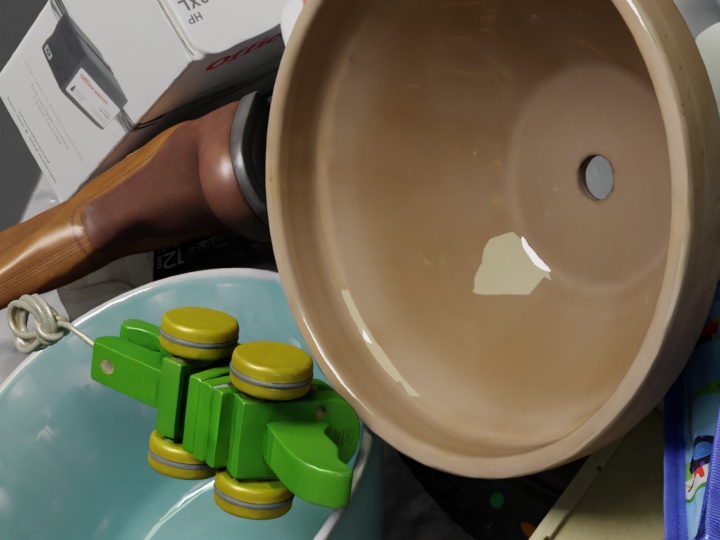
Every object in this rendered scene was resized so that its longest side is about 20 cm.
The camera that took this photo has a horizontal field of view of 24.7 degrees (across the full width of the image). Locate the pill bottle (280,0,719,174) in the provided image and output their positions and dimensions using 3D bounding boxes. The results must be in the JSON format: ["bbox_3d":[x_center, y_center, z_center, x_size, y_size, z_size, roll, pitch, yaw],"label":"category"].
[{"bbox_3d":[0.077,-0.109,0.706,0.198,0.120,0.120,-28,41,11],"label":"pill bottle"}]

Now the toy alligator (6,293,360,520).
[{"bbox_3d":[-0.061,0.043,0.637,0.054,0.060,0.199,-7,22,-45],"label":"toy alligator"}]

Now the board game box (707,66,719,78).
[{"bbox_3d":[0.186,-0.137,0.855,0.198,0.029,0.136,-8,45,21],"label":"board game box"}]

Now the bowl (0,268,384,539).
[{"bbox_3d":[-0.069,0.108,0.692,0.198,0.106,0.202,-14,43,14],"label":"bowl"}]

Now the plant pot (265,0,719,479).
[{"bbox_3d":[0.062,-0.033,0.600,0.092,0.203,0.200,-9,24,-43],"label":"plant pot"}]

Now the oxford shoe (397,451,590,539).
[{"bbox_3d":[0.078,0.075,0.677,0.199,0.073,0.084,33,65,32],"label":"oxford shoe"}]

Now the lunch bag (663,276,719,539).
[{"bbox_3d":[0.178,0.065,0.539,0.149,0.095,0.201,19,40,-1],"label":"lunch bag"}]

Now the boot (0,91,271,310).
[{"bbox_3d":[-0.126,-0.020,0.753,0.198,0.069,0.188,-23,19,0],"label":"boot"}]

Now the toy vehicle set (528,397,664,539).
[{"bbox_3d":[0.146,0.139,0.557,0.199,0.027,0.124,32,66,24],"label":"toy vehicle set"}]

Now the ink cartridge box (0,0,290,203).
[{"bbox_3d":[-0.085,-0.127,0.838,0.144,0.084,0.200,-31,-1,-32],"label":"ink cartridge box"}]

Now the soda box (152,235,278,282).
[{"bbox_3d":[0.000,0.000,0.793,0.198,0.064,0.071,-19,42,11],"label":"soda box"}]

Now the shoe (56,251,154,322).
[{"bbox_3d":[-0.077,-0.036,0.876,0.199,0.054,0.070,-38,43,-13],"label":"shoe"}]

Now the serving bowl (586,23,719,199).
[{"bbox_3d":[0.182,-0.086,0.757,0.198,0.066,0.203,-8,70,21],"label":"serving bowl"}]
